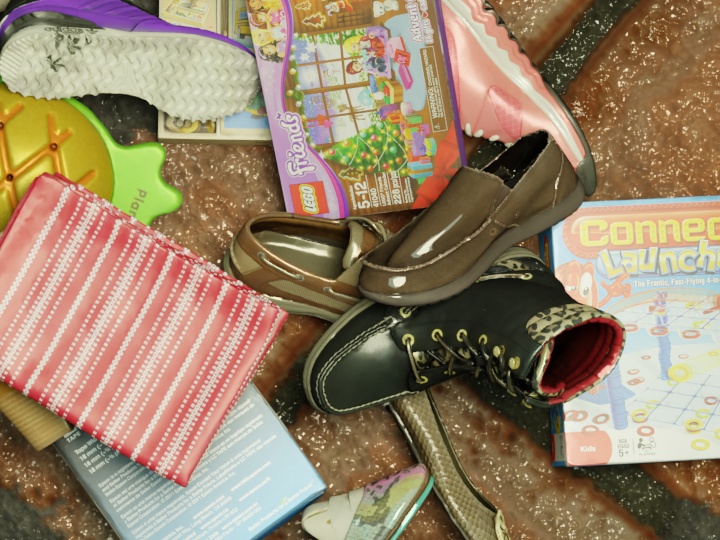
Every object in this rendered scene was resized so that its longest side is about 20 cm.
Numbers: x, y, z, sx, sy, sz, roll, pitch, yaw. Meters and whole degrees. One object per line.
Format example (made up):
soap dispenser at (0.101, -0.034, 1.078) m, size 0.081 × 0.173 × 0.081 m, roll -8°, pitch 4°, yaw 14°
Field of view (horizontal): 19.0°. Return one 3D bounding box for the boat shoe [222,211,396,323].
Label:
boat shoe at (0.000, 0.000, 1.578) m, size 0.199 × 0.072 × 0.076 m, roll 6°, pitch 55°, yaw -7°

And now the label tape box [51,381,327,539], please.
label tape box at (-0.139, 0.122, 1.572) m, size 0.144 × 0.063 × 0.200 m, roll -35°, pitch 84°, yaw -7°

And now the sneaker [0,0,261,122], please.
sneaker at (-0.169, -0.170, 1.570) m, size 0.200 × 0.100 × 0.070 m, roll 7°, pitch 126°, yaw -23°

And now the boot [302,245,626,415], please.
boot at (0.072, 0.058, 1.498) m, size 0.203 × 0.154 × 0.074 m, roll -26°, pitch 115°, yaw -15°

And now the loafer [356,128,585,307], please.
loafer at (0.072, -0.042, 1.533) m, size 0.200 × 0.073 × 0.071 m, roll -34°, pitch 122°, yaw -30°

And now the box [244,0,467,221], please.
box at (-0.002, -0.138, 1.563) m, size 0.137 × 0.039 × 0.200 m, roll -7°, pitch 112°, yaw 10°

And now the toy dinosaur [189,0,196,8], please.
toy dinosaur at (-0.148, -0.296, 1.626) m, size 0.101 × 0.058 × 0.200 m, roll -38°, pitch 80°, yaw 8°

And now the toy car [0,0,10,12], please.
toy car at (-0.303, -0.307, 1.578) m, size 0.184 × 0.177 × 0.200 m, roll -23°, pitch 58°, yaw 7°

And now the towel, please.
towel at (-0.169, 0.038, 1.472) m, size 0.200 × 0.022 × 0.145 m, roll 30°, pitch 84°, yaw 4°

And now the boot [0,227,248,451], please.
boot at (-0.194, 0.020, 1.510) m, size 0.201 × 0.071 × 0.144 m, roll -33°, pitch 95°, yaw 2°

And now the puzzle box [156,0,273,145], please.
puzzle box at (-0.054, -0.162, 1.626) m, size 0.199 × 0.025 × 0.133 m, roll 0°, pitch 84°, yaw -4°

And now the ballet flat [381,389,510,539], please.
ballet flat at (0.064, 0.135, 1.588) m, size 0.046 × 0.067 × 0.200 m, roll -31°, pitch 81°, yaw 0°

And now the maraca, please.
maraca at (-0.231, -0.064, 1.563) m, size 0.200 × 0.107 × 0.137 m, roll 21°, pitch 98°, yaw -7°

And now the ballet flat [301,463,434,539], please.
ballet flat at (-0.024, 0.214, 1.554) m, size 0.071 × 0.069 × 0.200 m, roll 30°, pitch 103°, yaw 0°

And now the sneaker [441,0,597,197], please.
sneaker at (0.100, -0.126, 1.613) m, size 0.087 × 0.074 × 0.200 m, roll -37°, pitch 98°, yaw 8°

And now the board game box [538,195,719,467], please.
board game box at (0.240, 0.045, 1.612) m, size 0.199 × 0.056 × 0.196 m, roll -3°, pitch 85°, yaw -5°
